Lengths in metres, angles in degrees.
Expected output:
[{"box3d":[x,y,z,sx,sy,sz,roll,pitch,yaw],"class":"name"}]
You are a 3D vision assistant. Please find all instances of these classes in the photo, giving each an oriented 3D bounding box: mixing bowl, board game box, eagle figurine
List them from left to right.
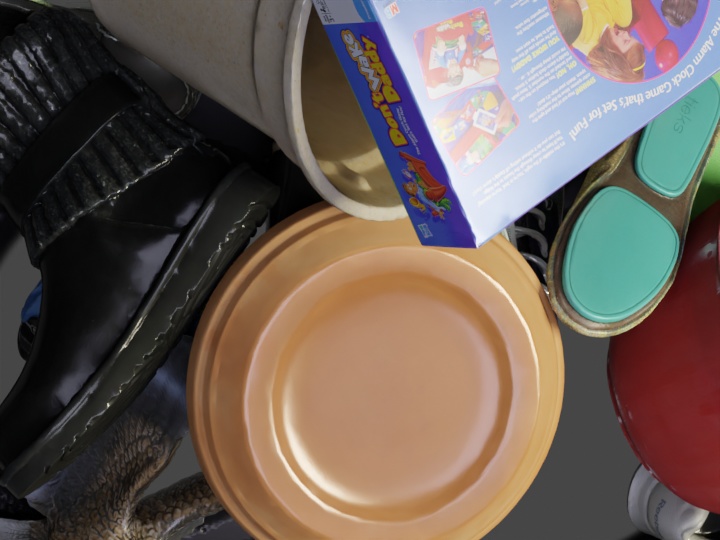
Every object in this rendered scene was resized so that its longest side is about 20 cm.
[{"box3d":[-0.119,0.129,1.426,0.151,0.152,0.200,37,93,14],"class":"eagle figurine"},{"box3d":[0.085,-0.118,1.241,0.200,0.045,0.135,-35,112,-29],"class":"board game box"},{"box3d":[0.207,0.060,1.472,0.108,0.200,0.200,-25,114,30],"class":"mixing bowl"}]

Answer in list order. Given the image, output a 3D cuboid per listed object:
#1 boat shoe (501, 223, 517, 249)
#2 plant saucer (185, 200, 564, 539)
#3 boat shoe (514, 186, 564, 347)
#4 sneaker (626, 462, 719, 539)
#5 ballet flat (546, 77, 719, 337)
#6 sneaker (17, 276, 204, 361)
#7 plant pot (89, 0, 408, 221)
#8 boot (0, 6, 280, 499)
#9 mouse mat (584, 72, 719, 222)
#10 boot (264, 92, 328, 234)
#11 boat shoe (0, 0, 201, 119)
[{"box3d":[0.053,0.002,1.399,0.073,0.062,0.201,-9,86,32],"class":"boat shoe"},{"box3d":[0.012,0.061,1.340,0.200,0.037,0.201,-3,102,-16],"class":"plant saucer"},{"box3d":[0.085,-0.009,1.462,0.074,0.093,0.201,-5,109,-10],"class":"boat shoe"},{"box3d":[0.260,0.144,1.550,0.199,0.087,0.075,-5,109,-10],"class":"sneaker"},{"box3d":[0.141,-0.029,1.425,0.071,0.200,0.071,17,142,14],"class":"ballet flat"},{"box3d":[-0.099,0.052,1.467,0.199,0.071,0.083,23,135,-26],"class":"sneaker"},{"box3d":[-0.032,-0.148,1.324,0.200,0.183,0.201,-29,131,-41],"class":"plant pot"},{"box3d":[-0.158,-0.009,1.325,0.158,0.079,0.211,36,86,6],"class":"boot"},{"box3d":[0.196,-0.093,1.502,0.161,0.008,0.200,-24,112,-2],"class":"mouse mat"},{"box3d":[0.000,0.000,1.444,0.200,0.073,0.151,26,67,-54],"class":"boot"},{"box3d":[-0.178,-0.110,1.393,0.201,0.060,0.072,14,104,-15],"class":"boat shoe"}]
